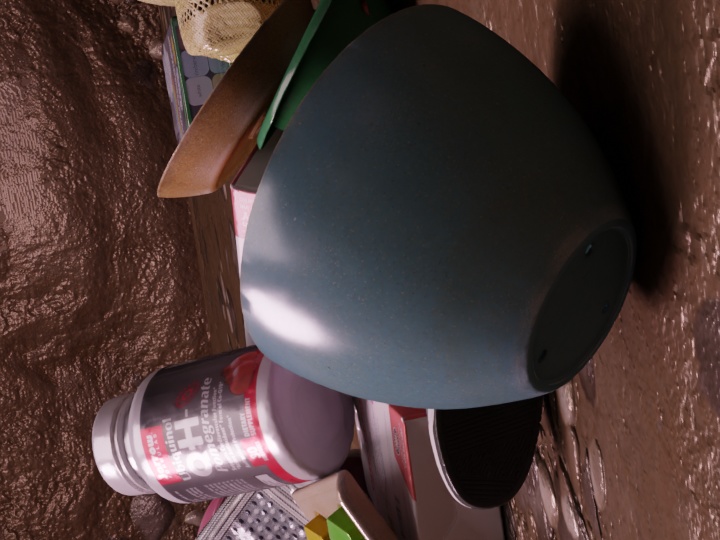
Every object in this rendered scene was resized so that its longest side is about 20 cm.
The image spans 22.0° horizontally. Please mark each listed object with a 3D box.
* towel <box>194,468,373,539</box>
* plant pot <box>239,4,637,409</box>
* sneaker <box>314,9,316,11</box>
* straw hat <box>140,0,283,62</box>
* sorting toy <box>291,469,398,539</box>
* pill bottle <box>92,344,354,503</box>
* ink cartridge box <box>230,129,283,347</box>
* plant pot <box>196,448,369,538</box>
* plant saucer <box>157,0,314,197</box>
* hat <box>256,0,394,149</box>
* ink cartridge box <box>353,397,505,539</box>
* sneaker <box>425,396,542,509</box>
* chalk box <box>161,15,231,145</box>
[{"bbox_3d":[-0.040,0.257,1.511,0.200,0.193,0.035,41,-158,5],"label":"towel"},{"bbox_3d":[0.056,-0.011,0.911,0.134,0.200,0.202,30,141,29],"label":"plant pot"},{"bbox_3d":[-0.043,-0.188,1.633,0.200,0.071,0.084,-132,57,-70],"label":"sneaker"},{"bbox_3d":[-0.106,-0.213,1.502,0.201,0.199,0.086,117,147,-74],"label":"straw hat"},{"bbox_3d":[0.016,0.236,1.374,0.186,0.036,0.200,54,166,1],"label":"sorting toy"},{"bbox_3d":[-0.112,0.122,1.453,0.110,0.198,0.112,26,-123,-49],"label":"pill bottle"},{"bbox_3d":[-0.036,-0.020,1.475,0.146,0.082,0.202,-63,-23,-47],"label":"ink cartridge box"},{"bbox_3d":[-0.030,0.243,1.635,0.179,0.198,0.202,136,124,-61],"label":"plant pot"},{"bbox_3d":[-0.088,-0.130,1.453,0.035,0.201,0.200,35,166,0],"label":"plant saucer"},{"bbox_3d":[0.034,-0.117,1.337,0.202,0.175,0.166,-63,1,4],"label":"hat"},{"bbox_3d":[0.045,0.135,1.387,0.200,0.067,0.118,-142,43,-74],"label":"ink cartridge box"},{"bbox_3d":[0.056,0.053,1.179,0.121,0.083,0.203,141,126,-73],"label":"sneaker"},{"bbox_3d":[-0.130,-0.200,1.903,0.200,0.122,0.126,163,98,-79],"label":"chalk box"}]
